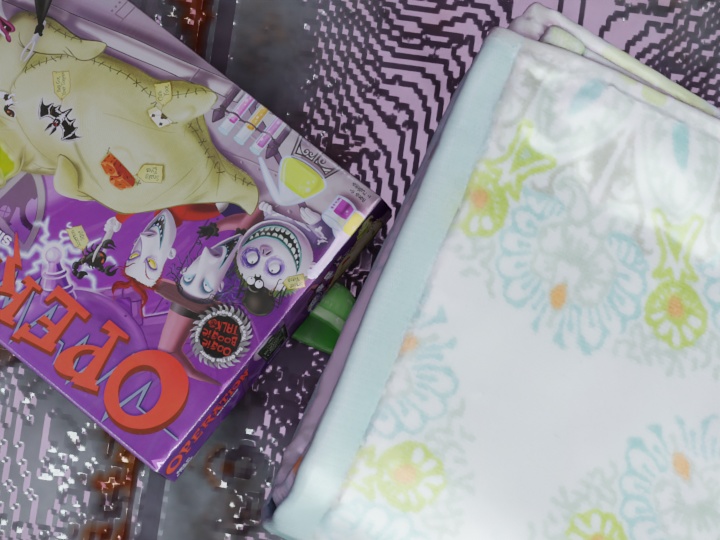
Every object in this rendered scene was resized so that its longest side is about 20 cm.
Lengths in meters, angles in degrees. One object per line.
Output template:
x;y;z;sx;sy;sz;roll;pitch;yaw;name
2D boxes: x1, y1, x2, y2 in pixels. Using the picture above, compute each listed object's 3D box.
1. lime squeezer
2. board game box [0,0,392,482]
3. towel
0.000;0.000;0.989;0.200;0.038;0.071;-11;84;1;lime squeezer
-0.102;-0.036;0.982;0.200;0.032;0.120;38;90;16;board game box
0.081;0.033;0.953;0.171;0.048;0.200;27;77;-9;towel
